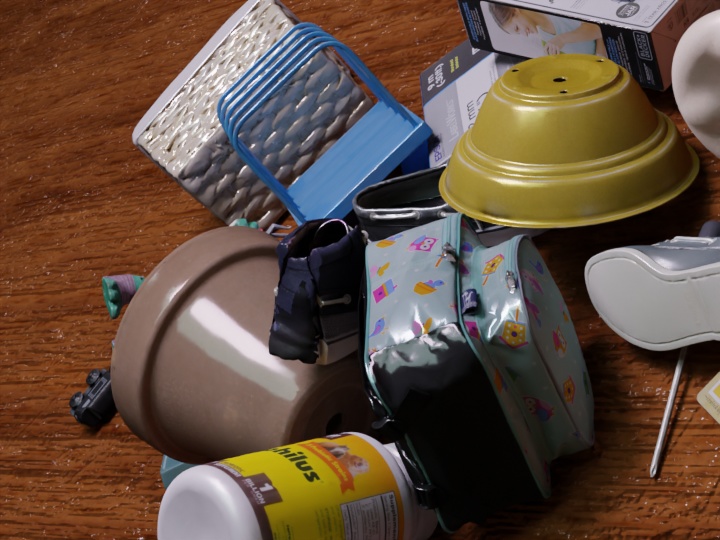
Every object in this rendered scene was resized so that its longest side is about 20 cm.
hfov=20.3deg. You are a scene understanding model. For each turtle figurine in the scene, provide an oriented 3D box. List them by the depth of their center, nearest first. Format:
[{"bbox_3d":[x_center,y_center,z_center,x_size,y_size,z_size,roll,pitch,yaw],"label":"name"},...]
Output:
[{"bbox_3d":[-0.125,0.032,1.788,0.198,0.151,0.101,-12,6,-11],"label":"turtle figurine"}]

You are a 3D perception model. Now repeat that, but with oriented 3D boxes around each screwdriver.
[{"bbox_3d":[0.224,0.051,1.402,0.028,0.029,0.201,-10,48,47],"label":"screwdriver"}]

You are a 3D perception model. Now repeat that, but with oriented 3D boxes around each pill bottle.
[{"bbox_3d":[-0.038,0.177,1.431,0.109,0.199,0.110,9,103,46],"label":"pill bottle"}]

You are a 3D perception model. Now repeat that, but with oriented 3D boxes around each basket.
[{"bbox_3d":[-0.099,-0.142,1.927,0.200,0.135,0.123,-47,35,3],"label":"basket"}]

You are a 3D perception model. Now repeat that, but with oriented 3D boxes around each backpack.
[{"bbox_3d":[0.078,0.056,1.445,0.152,0.176,0.201,-26,33,8],"label":"backpack"}]

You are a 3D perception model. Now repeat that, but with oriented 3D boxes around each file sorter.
[{"bbox_3d":[-0.042,-0.129,1.760,0.139,0.123,0.200,-44,15,2],"label":"file sorter"}]

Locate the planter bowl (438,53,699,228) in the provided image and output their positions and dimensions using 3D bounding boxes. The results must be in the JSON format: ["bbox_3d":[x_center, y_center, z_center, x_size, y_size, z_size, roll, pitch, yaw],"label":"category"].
[{"bbox_3d":[0.153,-0.110,1.517,0.198,0.084,0.201,-7,24,3],"label":"planter bowl"}]

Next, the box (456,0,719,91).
[{"bbox_3d":[0.189,-0.220,1.632,0.199,0.060,0.117,18,53,38],"label":"box"}]

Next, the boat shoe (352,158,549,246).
[{"bbox_3d":[0.090,-0.065,1.624,0.198,0.068,0.074,-10,42,23],"label":"boat shoe"}]

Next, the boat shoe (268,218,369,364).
[{"bbox_3d":[0.000,0.000,1.539,0.074,0.094,0.200,12,21,25],"label":"boat shoe"}]

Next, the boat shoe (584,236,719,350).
[{"bbox_3d":[0.231,0.011,1.380,0.061,0.074,0.199,-23,12,-28],"label":"boat shoe"}]

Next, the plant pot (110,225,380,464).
[{"bbox_3d":[-0.075,0.089,1.614,0.174,0.200,0.201,32,81,41],"label":"plant pot"}]

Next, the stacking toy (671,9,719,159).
[{"bbox_3d":[0.325,-0.173,1.449,0.145,0.147,0.200,-9,33,47],"label":"stacking toy"}]

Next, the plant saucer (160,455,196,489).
[{"bbox_3d":[-0.141,0.104,1.821,0.070,0.019,0.201,-27,38,33],"label":"plant saucer"}]

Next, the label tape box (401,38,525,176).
[{"bbox_3d":[0.099,-0.129,1.724,0.199,0.066,0.144,-33,34,22],"label":"label tape box"}]

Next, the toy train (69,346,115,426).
[{"bbox_3d":[-0.209,0.066,1.933,0.201,0.034,0.046,-53,34,-6],"label":"toy train"}]

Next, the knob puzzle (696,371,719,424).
[{"bbox_3d":[0.320,0.048,1.280,0.219,0.030,0.221,-33,34,26],"label":"knob puzzle"}]

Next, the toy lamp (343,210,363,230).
[{"bbox_3d":[0.016,-0.011,1.712,0.058,0.058,0.201,-37,35,19],"label":"toy lamp"}]
